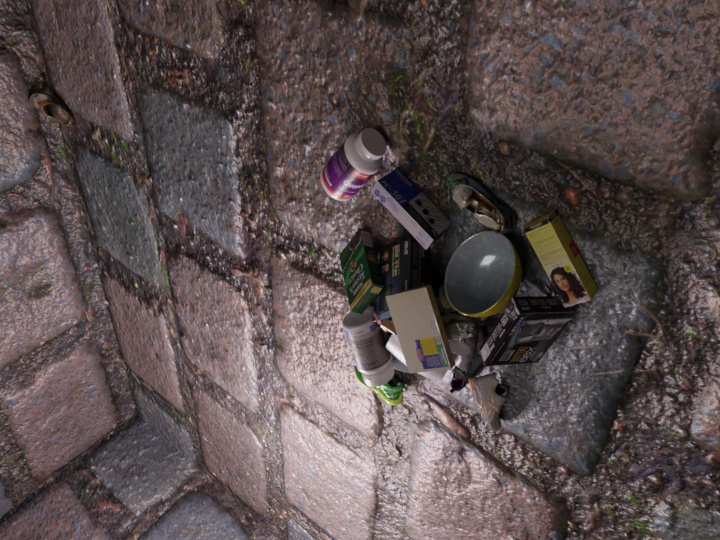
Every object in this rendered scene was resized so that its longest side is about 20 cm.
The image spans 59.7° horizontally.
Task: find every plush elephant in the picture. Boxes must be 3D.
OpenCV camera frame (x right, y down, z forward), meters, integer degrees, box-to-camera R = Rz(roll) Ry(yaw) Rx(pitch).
[{"bbox_3d":[0.249,0.122,1.558,0.161,0.158,0.201,24,149,-2],"label":"plush elephant"}]

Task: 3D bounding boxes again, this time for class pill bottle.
[{"bbox_3d":[-0.016,-0.271,1.594,0.114,0.112,0.199,52,141,1],"label":"pill bottle"},{"bbox_3d":[0.026,0.216,1.772,0.111,0.113,0.206,3,120,43],"label":"pill bottle"}]

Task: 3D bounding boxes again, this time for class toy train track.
[{"bbox_3d":[0.134,0.187,1.609,0.197,0.117,0.033,32,150,-8],"label":"toy train track"}]

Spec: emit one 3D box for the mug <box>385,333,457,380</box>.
[{"bbox_3d":[0.172,0.220,1.727,0.174,0.148,0.202,37,147,13],"label":"mug"}]

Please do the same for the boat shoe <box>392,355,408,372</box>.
[{"bbox_3d":[0.098,0.250,1.881,0.193,0.091,0.073,2,109,12],"label":"boat shoe"}]

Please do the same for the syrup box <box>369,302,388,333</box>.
[{"bbox_3d":[0.024,0.100,1.836,0.077,0.081,0.206,9,124,36],"label":"syrup box"}]

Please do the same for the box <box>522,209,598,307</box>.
[{"bbox_3d":[0.435,-0.025,1.362,0.075,0.050,0.204,-25,97,50],"label":"box"}]

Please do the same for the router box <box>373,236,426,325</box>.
[{"bbox_3d":[0.102,0.031,1.638,0.148,0.061,0.207,-21,61,49],"label":"router box"}]

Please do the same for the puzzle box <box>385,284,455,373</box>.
[{"bbox_3d":[0.143,0.145,1.515,0.130,0.025,0.206,-13,97,41],"label":"puzzle box"}]

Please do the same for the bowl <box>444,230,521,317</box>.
[{"bbox_3d":[0.304,0.023,1.463,0.106,0.207,0.197,26,158,-39],"label":"bowl"}]

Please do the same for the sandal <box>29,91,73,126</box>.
[{"bbox_3d":[-1.280,-0.663,2.586,0.198,0.055,0.082,37,109,-5],"label":"sandal"}]

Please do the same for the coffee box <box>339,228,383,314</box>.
[{"bbox_3d":[0.000,0.000,1.714,0.124,0.043,0.205,-50,39,38],"label":"coffee box"}]

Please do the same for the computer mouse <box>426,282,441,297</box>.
[{"bbox_3d":[0.227,0.033,1.623,0.059,0.034,0.198,56,141,-3],"label":"computer mouse"}]

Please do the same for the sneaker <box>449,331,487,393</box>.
[{"bbox_3d":[0.288,0.249,1.669,0.073,0.087,0.204,30,135,24],"label":"sneaker"}]

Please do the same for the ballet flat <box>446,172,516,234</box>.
[{"bbox_3d":[0.265,-0.152,1.430,0.198,0.074,0.076,37,138,21],"label":"ballet flat"}]

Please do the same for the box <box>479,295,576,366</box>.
[{"bbox_3d":[0.382,0.141,1.450,0.203,0.152,0.051,111,151,-44],"label":"box"}]

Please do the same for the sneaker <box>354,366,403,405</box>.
[{"bbox_3d":[0.065,0.344,1.988,0.197,0.073,0.086,29,110,32],"label":"sneaker"}]

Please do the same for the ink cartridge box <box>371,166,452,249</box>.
[{"bbox_3d":[0.127,-0.155,1.546,0.200,0.093,0.044,47,140,9],"label":"ink cartridge box"}]

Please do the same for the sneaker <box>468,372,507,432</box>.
[{"bbox_3d":[0.360,0.356,1.686,0.089,0.077,0.203,-21,125,10],"label":"sneaker"}]
